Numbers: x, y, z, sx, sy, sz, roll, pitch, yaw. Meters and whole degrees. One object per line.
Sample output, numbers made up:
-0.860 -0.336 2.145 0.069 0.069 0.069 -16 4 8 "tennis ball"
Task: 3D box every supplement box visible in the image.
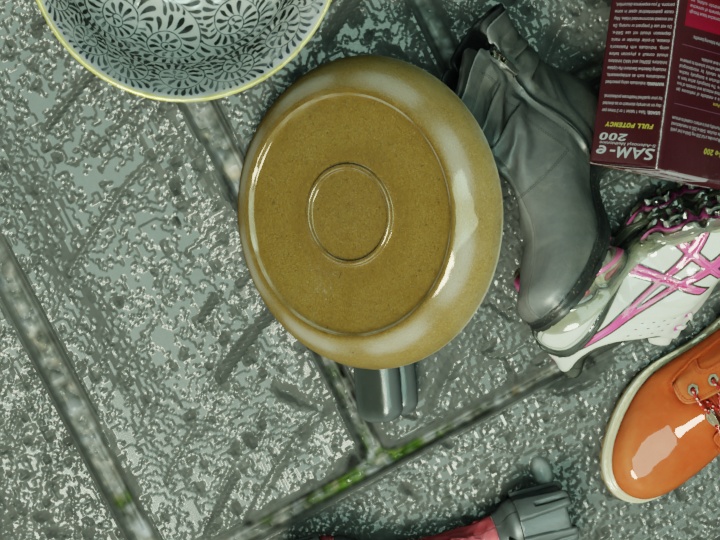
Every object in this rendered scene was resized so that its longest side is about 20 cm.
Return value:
0.214 -0.158 1.369 0.108 0.061 0.202 8 89 -44 "supplement box"

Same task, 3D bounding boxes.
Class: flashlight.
0.045 0.188 1.420 0.198 0.068 0.069 -16 101 -5 "flashlight"

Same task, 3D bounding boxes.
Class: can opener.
0.000 0.000 1.416 0.066 0.053 0.202 -8 94 28 "can opener"

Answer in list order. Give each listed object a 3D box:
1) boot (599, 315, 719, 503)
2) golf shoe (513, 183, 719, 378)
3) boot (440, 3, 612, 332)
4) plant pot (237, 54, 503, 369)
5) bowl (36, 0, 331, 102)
0.242 0.081 1.420 0.075 0.107 0.200 44 89 -10 "boot"
0.205 -0.001 1.432 0.199 0.073 0.093 -24 115 1 "golf shoe"
0.096 -0.066 1.362 0.131 0.070 0.201 34 45 -22 "boot"
-0.002 -0.036 1.357 0.198 0.027 0.202 4 97 31 "plant pot"
-0.114 -0.209 1.356 0.199 0.094 0.203 -1 95 -8 "bowl"
